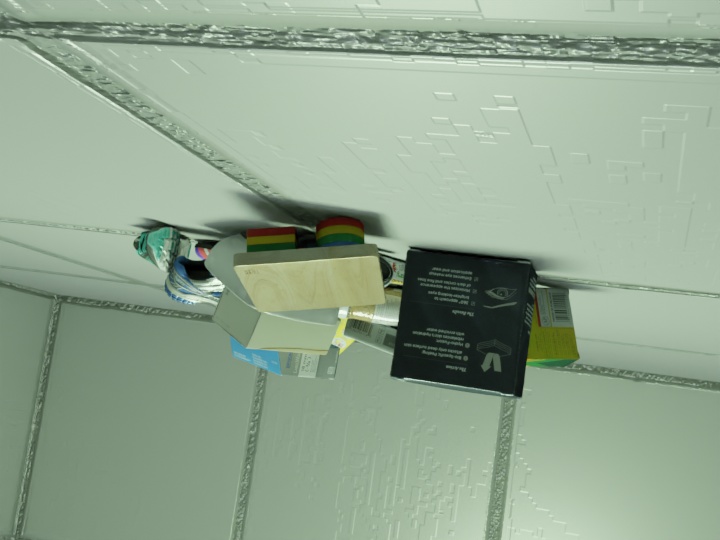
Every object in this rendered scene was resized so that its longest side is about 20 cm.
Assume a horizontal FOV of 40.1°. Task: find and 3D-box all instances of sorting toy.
[{"bbox_3d":[-0.067,-0.010,1.403,0.194,0.071,0.201,-4,159,3],"label":"sorting toy"}]

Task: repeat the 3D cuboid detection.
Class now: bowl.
[{"bbox_3d":[-0.137,0.006,1.609,0.198,0.076,0.199,13,-165,-41],"label":"bowl"}]

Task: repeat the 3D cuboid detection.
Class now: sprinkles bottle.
[{"bbox_3d":[0.048,0.063,1.727,0.195,0.070,0.068,10,173,-5],"label":"sprinkles bottle"}]

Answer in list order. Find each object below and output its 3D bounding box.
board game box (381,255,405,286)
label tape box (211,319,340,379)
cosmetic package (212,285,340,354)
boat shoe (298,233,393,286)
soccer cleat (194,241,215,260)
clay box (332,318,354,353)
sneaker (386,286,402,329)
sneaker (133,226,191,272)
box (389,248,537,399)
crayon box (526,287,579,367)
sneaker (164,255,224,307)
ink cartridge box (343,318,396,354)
[{"bbox_3d":[0.000,0.000,1.730,0.125,0.035,0.198,15,171,-42],"label":"board game box"},{"bbox_3d":[-0.156,0.142,1.755,0.143,0.065,0.198,14,-177,44],"label":"label tape box"},{"bbox_3d":[-0.137,0.081,1.643,0.103,0.074,0.198,34,-165,38],"label":"cosmetic package"},{"bbox_3d":[-0.026,-0.016,1.547,0.197,0.071,0.066,21,170,-24],"label":"boat shoe"},{"bbox_3d":[-0.220,0.003,1.789,0.196,0.075,0.068,19,180,13],"label":"soccer cleat"},{"bbox_3d":[-0.053,0.092,1.907,0.114,0.048,0.200,36,133,-11],"label":"clay box"},{"bbox_3d":[0.115,0.071,1.829,0.195,0.115,0.073,9,174,-1],"label":"sneaker"},{"bbox_3d":[-0.360,-0.038,1.731,0.089,0.079,0.200,13,171,3],"label":"sneaker"},{"bbox_3d":[0.162,0.084,1.525,0.192,0.205,0.117,7,173,17],"label":"box"},{"bbox_3d":[0.262,0.092,1.647,0.196,0.130,0.051,4,159,-22],"label":"crayon box"},{"bbox_3d":[-0.235,0.021,1.692,0.196,0.078,0.086,8,132,-13],"label":"sneaker"},{"bbox_3d":[0.086,0.139,1.812,0.158,0.048,0.199,17,177,40],"label":"ink cartridge box"}]
